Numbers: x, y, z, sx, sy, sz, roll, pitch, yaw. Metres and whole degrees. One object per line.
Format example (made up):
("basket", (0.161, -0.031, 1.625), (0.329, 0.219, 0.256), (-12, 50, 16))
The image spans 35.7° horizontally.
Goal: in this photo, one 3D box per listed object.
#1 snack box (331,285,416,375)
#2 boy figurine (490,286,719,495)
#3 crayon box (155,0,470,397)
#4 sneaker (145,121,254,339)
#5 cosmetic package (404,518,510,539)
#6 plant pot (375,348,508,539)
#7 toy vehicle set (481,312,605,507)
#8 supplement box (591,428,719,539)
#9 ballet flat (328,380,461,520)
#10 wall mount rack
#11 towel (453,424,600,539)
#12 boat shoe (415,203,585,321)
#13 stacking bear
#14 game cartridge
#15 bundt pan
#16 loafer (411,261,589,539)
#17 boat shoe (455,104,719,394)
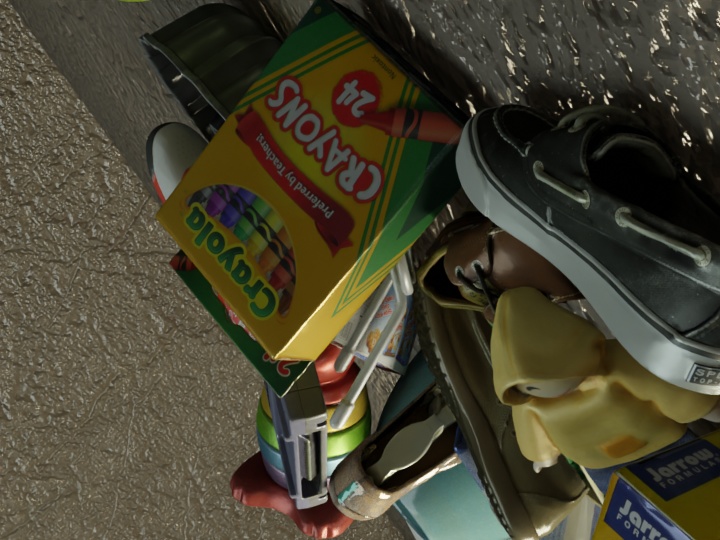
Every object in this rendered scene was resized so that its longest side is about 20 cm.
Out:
("snack box", (0.011, 0.038, 0.931), (0.024, 0.072, 0.200), (13, 171, 21))
("boy figurine", (0.136, 0.078, 0.589), (0.124, 0.065, 0.200), (-17, 135, 31))
("crayon box", (-0.034, -0.039, 0.646), (0.127, 0.200, 0.051), (46, -163, 24))
("sneaker", (-0.099, -0.042, 0.903), (0.108, 0.067, 0.202), (-24, 91, 58))
("cosmetic package", (0.144, 0.283, 1.185), (0.199, 0.123, 0.200), (44, 166, 35))
("plant pot", (0.087, 0.174, 1.027), (0.200, 0.135, 0.200), (49, 169, 13))
("toy vehicle set", (0.156, 0.107, 0.798), (0.200, 0.026, 0.124), (57, 168, -27))
("supplement box", (0.172, 0.189, 0.546), (0.109, 0.109, 0.201), (41, 134, 42))
("ballet flat", (0.061, 0.123, 0.869), (0.068, 0.200, 0.067), (44, 146, 13))
("wall mount rack", (0.000, 0.000, 0.755), (0.200, 0.074, 0.174), (-85, -15, -76))
("towel", (0.132, 0.163, 0.863), (0.200, 0.024, 0.147), (58, -149, -22))
("boat shoe", (0.086, -0.001, 0.621), (0.072, 0.068, 0.200), (52, 169, -5))
("stacking bear", (-0.043, 0.116, 0.999), (0.121, 0.114, 0.201), (20, 123, 24))
("game cartridge", (-0.053, 0.085, 0.816), (0.200, 0.038, 0.130), (93, 159, -62))
("bundt pan", (-0.079, -0.124, 0.870), (0.202, 0.076, 0.202), (48, 172, 9))
("loafer", (0.092, 0.082, 0.746), (0.076, 0.067, 0.201), (-168, 56, -84))
("boat shoe", (0.106, -0.033, 0.467), (0.200, 0.070, 0.064), (-128, 39, -49))
